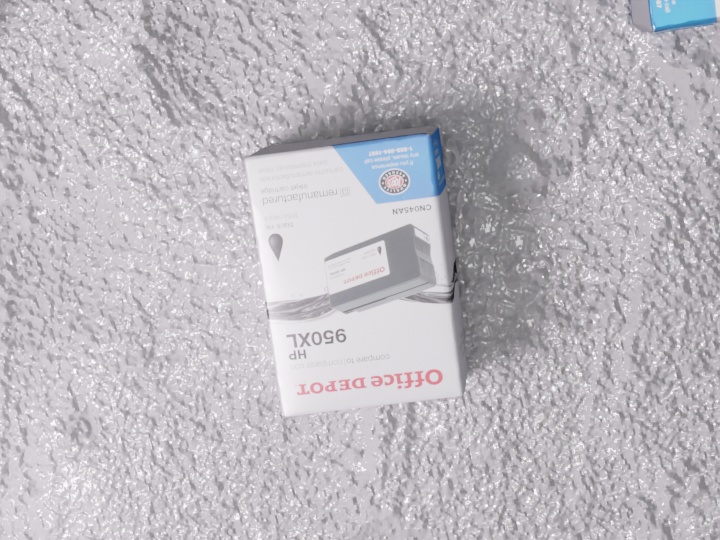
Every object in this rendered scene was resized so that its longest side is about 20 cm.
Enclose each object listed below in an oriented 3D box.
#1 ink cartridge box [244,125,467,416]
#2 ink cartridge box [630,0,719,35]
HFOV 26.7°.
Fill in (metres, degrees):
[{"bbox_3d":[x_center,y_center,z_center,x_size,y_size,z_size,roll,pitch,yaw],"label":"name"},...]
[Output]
[{"bbox_3d":[0.000,0.000,1.155,0.143,0.084,0.202,-7,99,7],"label":"ink cartridge box"},{"bbox_3d":[0.287,-0.253,1.054,0.198,0.145,0.149,-7,99,7],"label":"ink cartridge box"}]
